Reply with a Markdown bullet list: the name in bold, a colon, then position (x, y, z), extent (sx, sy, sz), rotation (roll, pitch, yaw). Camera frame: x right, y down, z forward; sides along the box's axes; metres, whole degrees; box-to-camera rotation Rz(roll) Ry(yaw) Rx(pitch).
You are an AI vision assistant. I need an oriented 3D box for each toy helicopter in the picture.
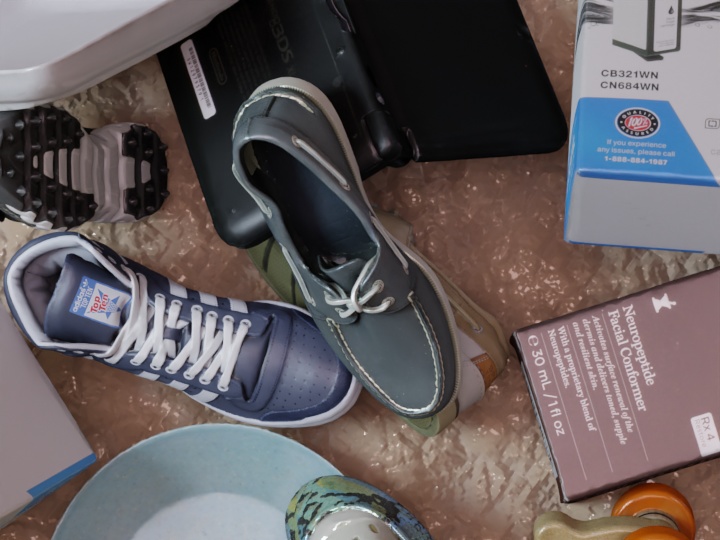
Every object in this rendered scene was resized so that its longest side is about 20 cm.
- **toy helicopter**: position (0.097, 0.196, 1.365), extent (0.198, 0.079, 0.133), rotation (-5, 106, 6)

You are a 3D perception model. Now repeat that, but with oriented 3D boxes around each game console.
- **game console**: position (-0.009, -0.123, 1.405), extent (0.175, 0.116, 0.201), rotation (-31, 63, 22)

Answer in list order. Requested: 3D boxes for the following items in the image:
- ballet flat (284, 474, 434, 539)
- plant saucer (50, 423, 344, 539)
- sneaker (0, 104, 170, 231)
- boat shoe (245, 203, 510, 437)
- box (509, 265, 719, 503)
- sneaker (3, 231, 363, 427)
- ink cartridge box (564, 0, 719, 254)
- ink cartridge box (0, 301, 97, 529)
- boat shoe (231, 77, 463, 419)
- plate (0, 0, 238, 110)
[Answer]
- **ballet flat**: position (0.020, 0.175, 1.312), extent (0.074, 0.074, 0.200), rotation (-44, 61, -1)
- **plant saucer**: position (-0.079, 0.186, 1.401), extent (0.199, 0.039, 0.203), rotation (0, 86, -3)
- **sneaker**: position (-0.181, -0.053, 1.368), extent (0.090, 0.200, 0.067), rotation (-1, 90, 19)
- **boat shoe**: position (0.000, 0.000, 1.409), extent (0.068, 0.075, 0.200), rotation (-36, 78, -23)
- **box**: position (0.191, 0.054, 1.383), extent (0.199, 0.075, 0.101), rotation (-18, 83, 1)
- **sneaker**: position (-0.101, 0.033, 1.367), extent (0.199, 0.108, 0.071), rotation (18, 88, 21)
- **ink cartridge box**: position (0.188, -0.115, 1.359), extent (0.145, 0.084, 0.201), rotation (3, 62, 4)
- **ink cartridge box**: position (-0.270, 0.115, 1.355), extent (0.200, 0.128, 0.126), rotation (-36, 87, 30)
- **boat shoe**: position (-0.011, -0.001, 1.307), extent (0.072, 0.062, 0.201), rotation (-21, 107, 22)
- **plate**: position (-0.171, -0.123, 1.345), extent (0.199, 0.199, 0.033), rotation (-1, 112, 39)
